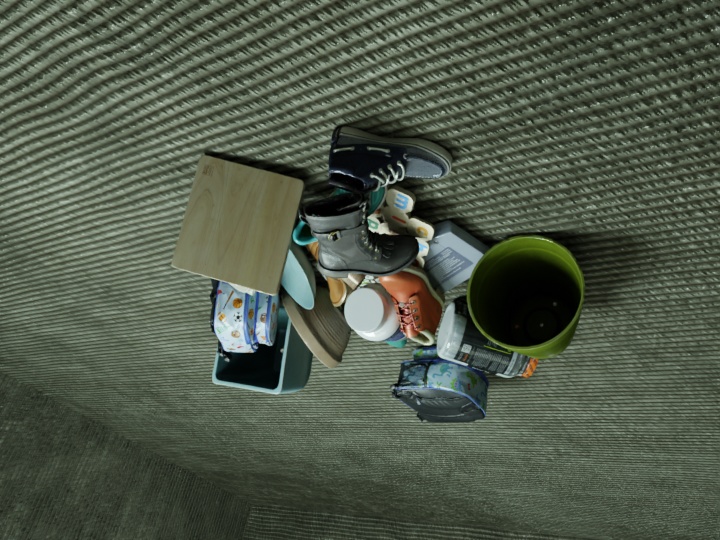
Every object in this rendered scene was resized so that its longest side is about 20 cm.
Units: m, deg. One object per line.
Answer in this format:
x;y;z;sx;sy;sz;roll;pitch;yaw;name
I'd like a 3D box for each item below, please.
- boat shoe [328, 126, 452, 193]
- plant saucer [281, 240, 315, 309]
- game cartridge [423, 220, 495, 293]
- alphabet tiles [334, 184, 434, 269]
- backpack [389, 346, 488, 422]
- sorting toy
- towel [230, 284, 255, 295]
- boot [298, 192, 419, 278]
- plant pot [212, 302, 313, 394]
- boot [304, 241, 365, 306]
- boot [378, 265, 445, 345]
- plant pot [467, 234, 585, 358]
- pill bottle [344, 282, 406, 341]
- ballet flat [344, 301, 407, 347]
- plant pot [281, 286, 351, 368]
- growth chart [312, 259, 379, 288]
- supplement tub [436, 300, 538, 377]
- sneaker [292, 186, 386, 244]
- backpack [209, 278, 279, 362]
0.041;-0.154;0.981;0.195;0.094;0.075;11;149;7;boat shoe
-0.138;-0.019;1.254;0.201;0.038;0.203;47;158;26;plant saucer
0.140;-0.016;1.193;0.131;0.042;0.199;26;141;-25;game cartridge
0.036;-0.079;1.130;0.192;0.015;0.202;26;140;11;alphabet tiles
0.204;0.270;1.513;0.197;0.150;0.183;-6;144;38;backpack
-0.209;-0.077;1.129;0.194;0.205;0.070;15;176;7;sorting toy
-0.263;-0.052;1.228;0.198;0.034;0.134;34;124;16;towel
0.005;-0.061;1.022;0.195;0.070;0.176;-11;147;-6;boot
-0.207;0.187;1.518;0.191;0.202;0.199;4;169;25;plant pot
-0.066;-0.016;1.231;0.155;0.077;0.200;45;165;3;boot
0.091;0.062;1.166;0.074;0.109;0.199;-5;149;39;boot
0.311;0.071;1.143;0.196;0.205;0.193;-2;156;25;plant pot
0.042;0.083;1.258;0.108;0.114;0.199;0;174;21;pill bottle
0.053;0.110;1.415;0.198;0.068;0.070;34;129;-31;ballet flat
-0.080;0.103;1.389;0.092;0.202;0.201;-35;133;5;plant pot
0.000;0.000;1.304;0.197;0.018;0.145;-14;138;35;growth chart
0.267;0.148;1.323;0.195;0.125;0.123;17;149;-2;supplement tub
-0.036;-0.099;1.068;0.198;0.080;0.078;-33;100;32;sneaker
-0.247;0.078;1.341;0.150;0.205;0.191;-3;163;4;backpack
